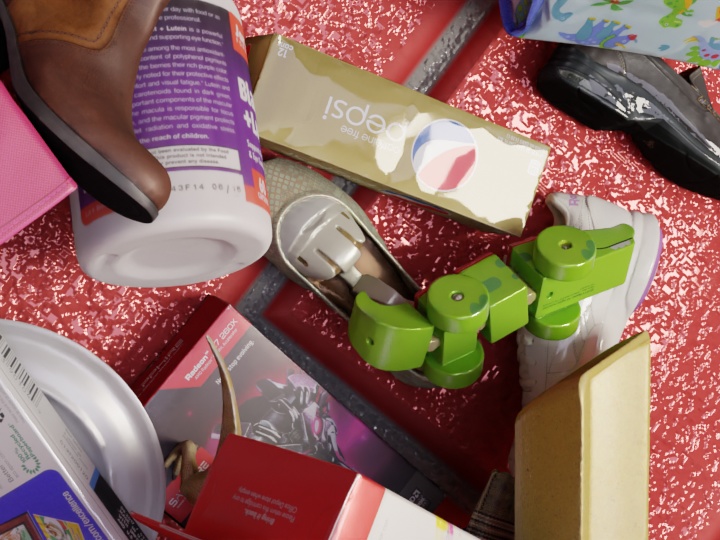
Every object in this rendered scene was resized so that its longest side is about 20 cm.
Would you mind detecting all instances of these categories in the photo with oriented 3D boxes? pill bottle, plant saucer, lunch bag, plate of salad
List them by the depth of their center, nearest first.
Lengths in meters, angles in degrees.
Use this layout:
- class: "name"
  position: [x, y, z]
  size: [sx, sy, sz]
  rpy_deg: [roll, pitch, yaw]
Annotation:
- class: "pill bottle"
  position: [-0.117, -0.100, 0.896]
  size: [0.111, 0.111, 0.201]
  rpy_deg: [-3, 73, -19]
- class: "plate of salad"
  position: [-0.213, 0.119, 0.923]
  size: [0.199, 0.048, 0.201]
  rpy_deg: [0, 107, 1]
- class: "plant saucer"
  position: [0.132, 0.145, 0.933]
  size: [0.048, 0.200, 0.201]
  rpy_deg: [2, 96, 21]
- class: "lunch bag"
  position: [0.174, -0.243, 1.006]
  size: [0.169, 0.127, 0.201]
  rpy_deg: [5, 63, -20]

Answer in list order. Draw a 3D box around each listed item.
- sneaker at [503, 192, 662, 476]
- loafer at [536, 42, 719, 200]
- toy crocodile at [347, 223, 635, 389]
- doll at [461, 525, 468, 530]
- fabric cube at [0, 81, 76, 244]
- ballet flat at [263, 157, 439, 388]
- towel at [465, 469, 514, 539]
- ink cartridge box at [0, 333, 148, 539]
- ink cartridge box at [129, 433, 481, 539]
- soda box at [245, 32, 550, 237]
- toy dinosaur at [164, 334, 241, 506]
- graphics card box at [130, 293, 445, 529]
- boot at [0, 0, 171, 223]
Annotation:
- class: "sneaker"
  position: [0.128, 0.043, 1.048]
  size: [0.099, 0.075, 0.201]
  rpy_deg: [22, 82, -6]
- class: "loafer"
  position: [0.217, -0.108, 1.059]
  size: [0.200, 0.073, 0.073]
  rpy_deg: [31, 79, -20]
- class: "toy crocodile"
  position: [0.086, 0.015, 0.969]
  size: [0.199, 0.062, 0.068]
  rpy_deg: [-23, 140, -21]
- class: "doll"
  position: [0.023, 0.215, 0.976]
  size: [0.200, 0.048, 0.137]
  rpy_deg: [-11, 119, -47]
- class: "fabric cube"
  position: [-0.293, -0.070, 0.811]
  size: [0.196, 0.200, 0.200]
  rpy_deg: [-38, 104, -11]
- class: "ballet flat"
  position: [0.000, 0.000, 0.993]
  size: [0.200, 0.062, 0.068]
  rpy_deg: [43, 80, -17]
- class: "towel"
  position: [0.098, 0.235, 1.021]
  size: [0.200, 0.034, 0.193]
  rpy_deg: [29, 80, -52]
- class: "ink cartridge box"
  position: [-0.246, 0.146, 0.884]
  size: [0.200, 0.043, 0.199]
  rpy_deg: [-30, 104, 9]
- class: "ink cartridge box"
  position: [-0.009, 0.147, 0.825]
  size: [0.200, 0.116, 0.067]
  rpy_deg: [34, 74, -38]
- class: "soda box"
  position: [0.014, -0.084, 0.988]
  size: [0.199, 0.068, 0.064]
  rpy_deg: [19, 89, -20]
- class: "toy dinosaur"
  position: [-0.079, 0.131, 0.902]
  size: [0.058, 0.101, 0.201]
  rpy_deg: [4, 96, -17]
- class: "graphics card box"
  position: [-0.058, 0.126, 0.990]
  size: [0.200, 0.051, 0.126]
  rpy_deg: [43, 80, -18]
- class: "boot"
  position: [-0.099, -0.142, 0.824]
  size: [0.200, 0.069, 0.188]
  rpy_deg: [-37, 61, -10]
